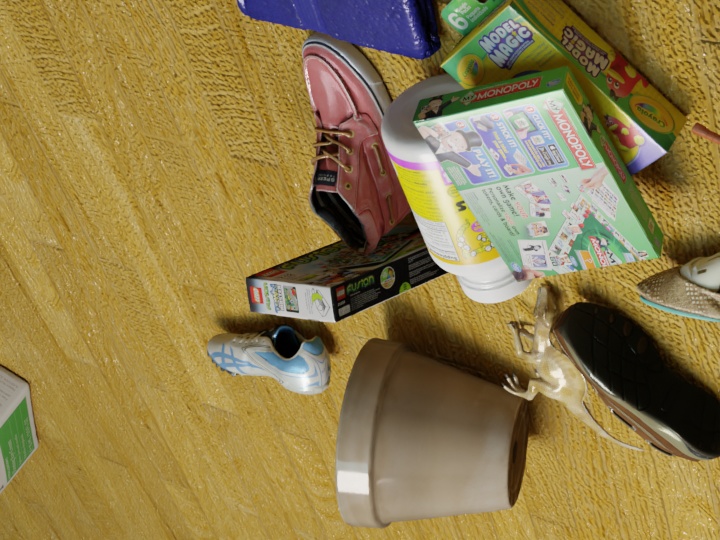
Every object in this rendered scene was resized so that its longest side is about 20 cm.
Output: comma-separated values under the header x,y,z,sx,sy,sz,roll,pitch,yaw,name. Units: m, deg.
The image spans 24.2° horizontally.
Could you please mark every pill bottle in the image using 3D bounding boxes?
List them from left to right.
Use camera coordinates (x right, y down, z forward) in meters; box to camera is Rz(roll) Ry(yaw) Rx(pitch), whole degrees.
x,y,z,sx,sy,sz,roll,pitch,yaw,name
0.095,-0.067,1.474,0.104,0.104,0.201,11,141,36,pill bottle

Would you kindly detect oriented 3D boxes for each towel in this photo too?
x,y,z,sx,sy,sz,roll,pitch,yaw,name
-0.029,-0.256,1.410,0.199,0.050,0.148,19,152,27,towel

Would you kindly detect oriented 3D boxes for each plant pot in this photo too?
x,y,z,sx,sy,sz,roll,pitch,yaw,name
0.083,0.179,1.764,0.172,0.201,0.201,6,140,15,plant pot

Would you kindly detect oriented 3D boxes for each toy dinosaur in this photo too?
x,y,z,sx,sy,sz,roll,pitch,yaw,name
0.192,0.109,1.639,0.101,0.058,0.201,4,128,58,toy dinosaur

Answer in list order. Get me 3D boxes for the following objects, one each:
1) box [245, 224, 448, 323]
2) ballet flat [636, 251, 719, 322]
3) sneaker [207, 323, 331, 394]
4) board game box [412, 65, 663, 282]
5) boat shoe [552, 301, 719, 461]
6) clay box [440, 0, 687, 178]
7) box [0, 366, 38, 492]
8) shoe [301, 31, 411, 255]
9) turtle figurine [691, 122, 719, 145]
x,y,z,sx,sy,sz,roll,pitch,yaw,name
0.000,0.000,1.574,0.110,0.199,0.035,6,110,41,box
0.328,0.016,1.406,0.199,0.070,0.066,15,116,28,ballet flat
-0.105,0.092,1.942,0.199,0.072,0.073,11,107,46,sneaker
0.147,-0.073,1.360,0.134,0.029,0.200,-10,134,30,board game box
0.257,0.114,1.584,0.200,0.076,0.074,42,152,-7,boat shoe
0.153,-0.153,1.355,0.200,0.048,0.115,40,148,-8,clay box
-0.618,0.233,2.536,0.199,0.172,0.199,29,149,13,box
-0.014,-0.113,1.530,0.071,0.091,0.201,4,132,43,shoe
0.353,-0.067,1.251,0.199,0.065,0.162,9,147,26,turtle figurine
